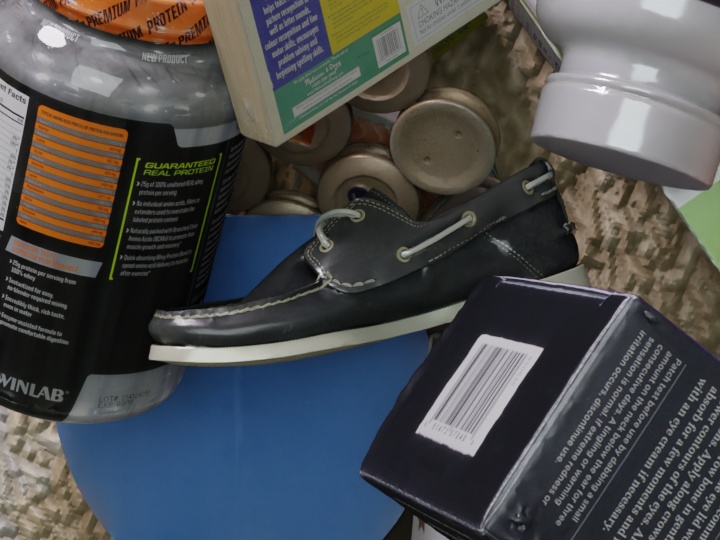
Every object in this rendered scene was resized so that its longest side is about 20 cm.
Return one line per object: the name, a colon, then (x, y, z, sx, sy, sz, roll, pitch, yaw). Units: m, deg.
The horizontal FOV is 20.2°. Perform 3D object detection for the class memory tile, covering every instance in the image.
memory tile: (-0.048, -0.060, 0.948, 0.200, 0.017, 0.153, -31, 111, 28)

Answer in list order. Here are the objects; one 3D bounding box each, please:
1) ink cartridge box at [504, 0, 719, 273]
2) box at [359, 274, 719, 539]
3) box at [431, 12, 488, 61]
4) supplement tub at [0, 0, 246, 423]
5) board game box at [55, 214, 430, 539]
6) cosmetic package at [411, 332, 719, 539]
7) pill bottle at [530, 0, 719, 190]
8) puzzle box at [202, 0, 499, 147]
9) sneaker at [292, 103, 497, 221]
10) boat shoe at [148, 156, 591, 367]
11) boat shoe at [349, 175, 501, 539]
ink cartridge box: (0.171, -0.114, 0.968, 0.148, 0.076, 0.200, -34, 86, 2)
box: (0.121, 0.101, 0.795, 0.200, 0.148, 0.105, 37, 82, -17)
box: (-0.019, -0.192, 0.995, 0.050, 0.075, 0.200, -36, 80, 13)
supplement tub: (-0.115, -0.045, 0.885, 0.122, 0.123, 0.201, 22, 116, 9)
board game box: (-0.052, 0.052, 0.975, 0.199, 0.039, 0.159, 0, 91, 21)
cosmetic package: (0.130, 0.085, 0.910, 0.199, 0.074, 0.102, 3, 91, -19)
pill bottle: (0.140, -0.142, 0.877, 0.111, 0.111, 0.201, 16, 88, 8)
puzzle box: (0.012, -0.157, 0.847, 0.200, 0.134, 0.025, -35, 38, -30)
sneaker: (-0.019, -0.093, 0.987, 0.199, 0.071, 0.080, 25, 51, -7)
boat shoe: (0.000, 0.000, 0.881, 0.199, 0.072, 0.068, -14, 94, -15)
boat shoe: (0.047, 0.057, 0.968, 0.072, 0.068, 0.201, 15, 89, 43)
